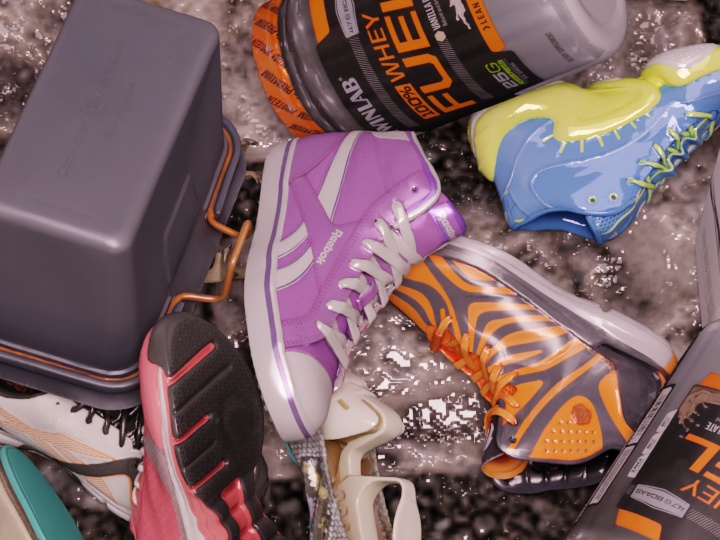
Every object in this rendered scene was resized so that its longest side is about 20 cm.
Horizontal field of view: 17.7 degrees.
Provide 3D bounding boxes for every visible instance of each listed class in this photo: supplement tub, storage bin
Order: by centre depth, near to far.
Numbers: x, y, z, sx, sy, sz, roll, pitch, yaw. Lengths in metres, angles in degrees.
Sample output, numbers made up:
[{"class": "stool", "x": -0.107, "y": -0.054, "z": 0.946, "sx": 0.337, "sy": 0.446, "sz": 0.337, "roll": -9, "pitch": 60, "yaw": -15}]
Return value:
[{"class": "storage bin", "x": -0.132, "y": -0.045, "z": 1.256, "sx": 0.145, "sy": 0.134, "sz": 0.200, "roll": 17, "pitch": 59, "yaw": 4}, {"class": "supplement tub", "x": 0.191, "y": 0.135, "z": 1.267, "sx": 0.122, "sy": 0.123, "sz": 0.200, "roll": 30, "pitch": 69, "yaw": 12}, {"class": "supplement tub", "x": 0.044, "y": -0.148, "z": 1.357, "sx": 0.200, "sy": 0.123, "sz": 0.123, "roll": -21, "pitch": 63, "yaw": 26}]

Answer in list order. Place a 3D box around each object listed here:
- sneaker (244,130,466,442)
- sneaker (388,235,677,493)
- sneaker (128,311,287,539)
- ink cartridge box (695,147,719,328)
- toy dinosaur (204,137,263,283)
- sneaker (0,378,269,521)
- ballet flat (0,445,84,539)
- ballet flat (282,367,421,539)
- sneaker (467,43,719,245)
[{"class": "sneaker", "x": 0.000, "y": -0.001, "z": 1.281, "sx": 0.114, "sy": 0.073, "sz": 0.201, "roll": -7, "pitch": 55, "yaw": 15}, {"class": "sneaker", "x": 0.074, "y": 0.056, "z": 1.325, "sx": 0.200, "sy": 0.078, "sz": 0.112, "roll": 23, "pitch": 67, "yaw": 9}, {"class": "sneaker", "x": -0.098, "y": 0.120, "z": 1.251, "sx": 0.087, "sy": 0.200, "sz": 0.074, "roll": -1, "pitch": 19, "yaw": 35}, {"class": "ink cartridge box", "x": 0.273, "y": -0.031, "z": 1.300, "sx": 0.145, "sy": 0.200, "sz": 0.084, "roll": -2, "pitch": 63, "yaw": -1}, {"class": "toy dinosaur", "x": -0.111, "y": -0.020, "z": 1.380, "sx": 0.101, "sy": 0.058, "sz": 0.200, "roll": 17, "pitch": 79, "yaw": 25}, {"class": "sneaker", "x": -0.145, "y": 0.087, "z": 1.304, "sx": 0.200, "sy": 0.080, "sz": 0.074, "roll": 22, "pitch": 66, "yaw": 1}, {"class": "ballet flat", "x": -0.163, "y": 0.188, "z": 1.275, "sx": 0.069, "sy": 0.069, "sz": 0.200, "roll": -35, "pitch": 72, "yaw": -15}, {"class": "ballet flat", "x": -0.002, "y": 0.114, "z": 1.300, "sx": 0.072, "sy": 0.072, "sz": 0.200, "roll": -9, "pitch": 68, "yaw": -5}, {"class": "sneaker", "x": 0.169, "y": -0.070, "z": 1.390, "sx": 0.200, "sy": 0.076, "sz": 0.105, "roll": -12, "pitch": 76, "yaw": 7}]
